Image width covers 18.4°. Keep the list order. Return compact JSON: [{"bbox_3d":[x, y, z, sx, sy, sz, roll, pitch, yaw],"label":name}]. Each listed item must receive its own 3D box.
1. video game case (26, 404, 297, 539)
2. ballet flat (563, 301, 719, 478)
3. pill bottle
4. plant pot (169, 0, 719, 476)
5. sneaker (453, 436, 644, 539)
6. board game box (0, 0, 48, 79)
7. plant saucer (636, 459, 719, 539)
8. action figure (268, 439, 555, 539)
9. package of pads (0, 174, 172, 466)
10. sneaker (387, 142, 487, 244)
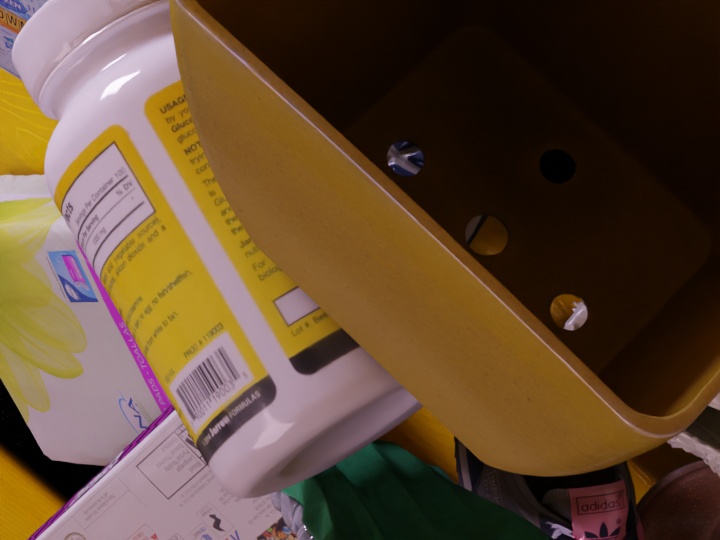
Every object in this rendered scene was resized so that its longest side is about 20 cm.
[{"bbox_3d":[-0.066,0.164,1.078,0.181,0.036,0.200,44,126,-4],"label":"video game case"},{"bbox_3d":[0.155,0.057,0.823,0.200,0.072,0.072,21,138,35],"label":"ballet flat"},{"bbox_3d":[-0.052,-0.022,0.868,0.200,0.112,0.112,59,148,12],"label":"pill bottle"},{"bbox_3d":[0.062,-0.047,0.744,0.200,0.200,0.176,43,157,8],"label":"plant pot"},{"bbox_3d":[0.088,0.125,0.904,0.082,0.070,0.201,122,133,-63],"label":"sneaker"},{"bbox_3d":[-0.140,-0.165,0.976,0.200,0.041,0.200,31,143,24],"label":"board game box"},{"bbox_3d":[0.194,0.157,0.904,0.200,0.037,0.201,27,133,33],"label":"plant saucer"},{"bbox_3d":[0.014,0.107,0.894,0.200,0.118,0.055,-144,53,-62],"label":"action figure"},{"bbox_3d":[-0.118,0.027,1.120,0.200,0.068,0.155,0,122,49],"label":"package of pads"},{"bbox_3d":[0.000,0.000,0.959,0.200,0.085,0.077,-46,71,35],"label":"sneaker"}]
